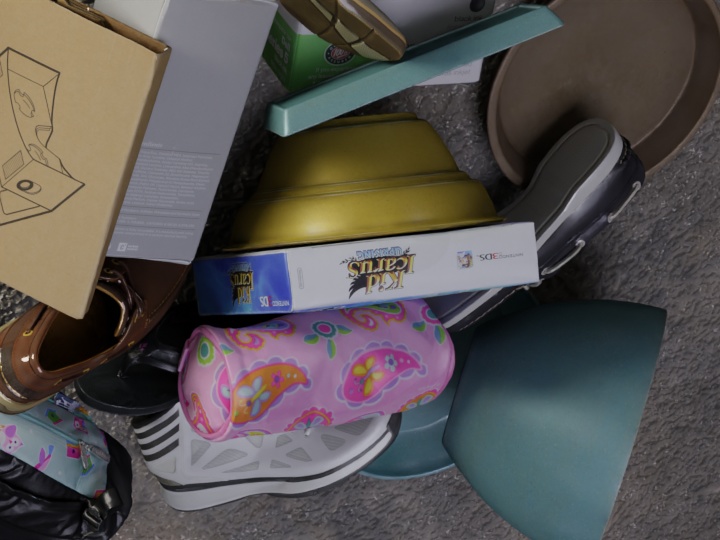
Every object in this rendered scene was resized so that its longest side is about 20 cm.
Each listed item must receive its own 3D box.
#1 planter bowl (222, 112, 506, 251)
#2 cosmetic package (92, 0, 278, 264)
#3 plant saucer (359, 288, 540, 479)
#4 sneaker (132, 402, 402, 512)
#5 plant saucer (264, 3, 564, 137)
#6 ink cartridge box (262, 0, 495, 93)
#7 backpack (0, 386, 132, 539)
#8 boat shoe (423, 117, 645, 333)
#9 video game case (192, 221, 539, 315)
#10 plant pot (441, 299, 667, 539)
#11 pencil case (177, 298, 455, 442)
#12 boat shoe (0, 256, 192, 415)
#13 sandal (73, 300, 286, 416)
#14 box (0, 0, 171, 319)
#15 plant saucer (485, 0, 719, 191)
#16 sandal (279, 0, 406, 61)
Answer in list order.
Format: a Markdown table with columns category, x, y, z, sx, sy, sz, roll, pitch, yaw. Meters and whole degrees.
| category | x | y | z | sx | sy | sz | roll | pitch | yaw |
| --- | --- | --- | --- | --- | --- | --- | --- | --- | --- |
| planter bowl | -0.002 | -0.065 | 1.621 | 0.199 | 0.200 | 0.084 | -6 | 91 | -23 |
| cosmetic package | -0.133 | -0.117 | 1.527 | 0.090 | 0.107 | 0.201 | 6 | 123 | -31 |
| plant saucer | 0.051 | 0.074 | 1.816 | 0.199 | 0.036 | 0.201 | -15 | 130 | -18 |
| sneaker | -0.076 | 0.108 | 1.722 | 0.199 | 0.076 | 0.116 | -16 | 130 | 13 |
| plant saucer | 0.032 | -0.133 | 1.518 | 0.199 | 0.070 | 0.019 | -21 | 103 | -10 |
| ink cartridge box | 0.017 | -0.226 | 1.536 | 0.144 | 0.084 | 0.201 | -5 | 126 | -23 |
| backpack | -0.273 | 0.125 | 1.613 | 0.166 | 0.127 | 0.200 | -30 | 134 | 24 |
| boat shoe | 0.128 | -0.023 | 1.725 | 0.200 | 0.074 | 0.060 | -48 | 128 | 1 |
| video game case | 0.000 | 0.000 | 1.614 | 0.180 | 0.200 | 0.046 | -8 | 92 | -22 |
| plant pot | 0.137 | 0.107 | 1.756 | 0.134 | 0.200 | 0.201 | 17 | 122 | 5 |
| pencil case | -0.031 | 0.067 | 1.659 | 0.199 | 0.087 | 0.088 | -9 | 129 | -33 |
| boat shoe | -0.174 | 0.028 | 1.583 | 0.200 | 0.067 | 0.072 | -41 | 104 | -41 |
| sandal | -0.116 | 0.048 | 1.683 | 0.199 | 0.076 | 0.048 | -16 | 147 | -28 |
| box | -0.219 | -0.088 | 1.490 | 0.163 | 0.021 | 0.201 | 26 | 118 | 9 |
| plant saucer | 0.178 | -0.141 | 1.724 | 0.199 | 0.030 | 0.201 | -15 | 130 | -18 |
| sandal | -0.029 | -0.198 | 1.442 | 0.200 | 0.080 | 0.054 | 45 | 72 | -35 |
